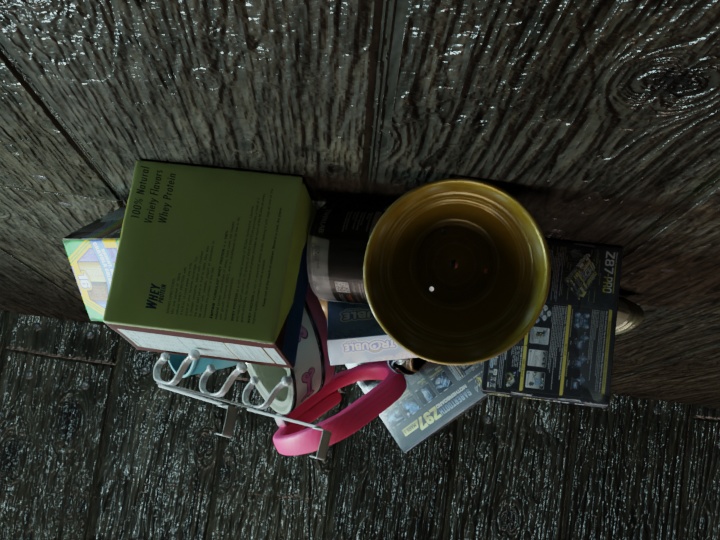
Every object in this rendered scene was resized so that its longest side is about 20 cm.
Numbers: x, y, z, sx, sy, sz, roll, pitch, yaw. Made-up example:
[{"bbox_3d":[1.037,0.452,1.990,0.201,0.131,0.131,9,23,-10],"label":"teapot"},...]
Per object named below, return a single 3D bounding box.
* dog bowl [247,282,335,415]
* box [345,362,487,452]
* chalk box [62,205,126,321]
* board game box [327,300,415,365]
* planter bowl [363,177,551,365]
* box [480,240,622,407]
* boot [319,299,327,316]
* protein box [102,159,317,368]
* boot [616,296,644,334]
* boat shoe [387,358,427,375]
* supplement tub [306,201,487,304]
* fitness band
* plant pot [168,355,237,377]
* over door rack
[{"bbox_3d":[-0.101,0.080,1.598,0.073,0.201,0.200,-20,-178,-22],"label":"dog bowl"},{"bbox_3d":[0.092,0.127,1.666,0.200,0.158,0.051,-41,168,30],"label":"box"},{"bbox_3d":[-0.269,-0.009,1.627,0.199,0.124,0.124,3,-154,41],"label":"chalk box"},{"bbox_3d":[0.058,0.035,1.545,0.199,0.044,0.199,-5,-147,2],"label":"board game box"},{"bbox_3d":[0.104,-0.002,1.357,0.199,0.202,0.083,7,-174,1],"label":"planter bowl"},{"bbox_3d":[0.240,0.063,1.559,0.160,0.201,0.049,5,171,9],"label":"box"},{"bbox_3d":[0.027,0.035,1.859,0.199,0.074,0.155,-14,-178,0],"label":"boot"},{"bbox_3d":[-0.169,-0.005,1.450,0.199,0.200,0.135,6,164,8],"label":"protein box"},{"bbox_3d":[0.313,0.060,1.895,0.154,0.073,0.199,12,170,-41],"label":"boot"},{"bbox_3d":[0.059,0.091,1.580,0.199,0.073,0.072,-4,152,20],"label":"boat shoe"},{"bbox_3d":[0.046,-0.017,1.473,0.199,0.123,0.123,5,171,19],"label":"supplement tub"},{"bbox_3d":[-0.028,0.174,1.603,0.143,0.038,0.200,-11,-162,49],"label":"fitness band"},{"bbox_3d":[-0.212,0.065,2.029,0.187,0.201,0.200,-5,177,-26],"label":"plant pot"},{"bbox_3d":[-0.135,0.146,1.443,0.147,0.067,0.200,19,-177,-36],"label":"over door rack"}]
